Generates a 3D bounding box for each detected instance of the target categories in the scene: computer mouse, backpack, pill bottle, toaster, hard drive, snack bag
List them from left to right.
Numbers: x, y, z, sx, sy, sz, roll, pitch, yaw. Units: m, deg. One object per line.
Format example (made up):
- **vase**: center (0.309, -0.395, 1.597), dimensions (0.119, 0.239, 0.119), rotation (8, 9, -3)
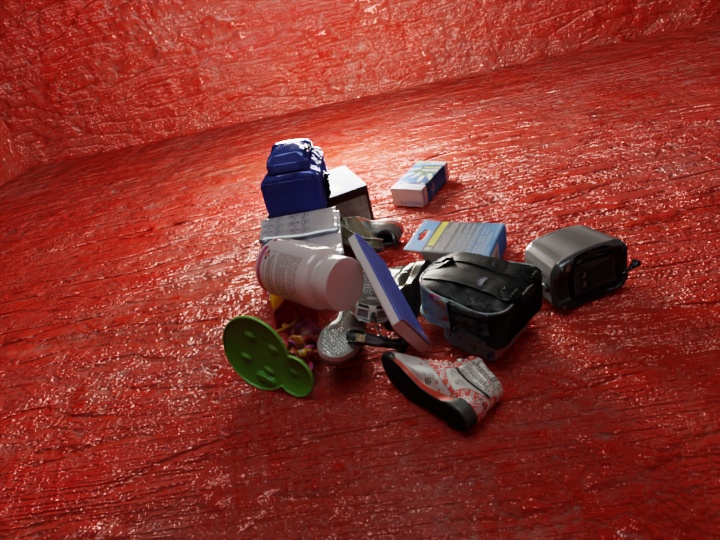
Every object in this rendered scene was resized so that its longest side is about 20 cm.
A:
- **backpack**: center (-0.152, -0.238, 1.292), dimensions (0.160, 0.170, 0.201), rotation (-3, 30, 4)
- **snack bag**: center (-0.133, -0.074, 1.151), dimensions (0.186, 0.022, 0.201), rotation (-8, 36, 0)
- **pill bottle**: center (-0.095, 0.007, 0.967), dimensions (0.199, 0.115, 0.113), rotation (14, 39, 44)
- **computer mouse**: center (0.018, 0.076, 0.964), dimensions (0.108, 0.044, 0.201), rotation (5, 35, -13)
- **hard drive**: center (0.050, 0.038, 0.931), dimensions (0.025, 0.132, 0.201), rotation (-34, 53, 9)
- **backpack**: center (0.207, 0.051, 0.940), dimensions (0.199, 0.152, 0.177), rotation (23, 42, 36)
- **toaster**: center (0.413, -0.015, 1.008), dimensions (0.198, 0.115, 0.129), rotation (-21, 28, -10)

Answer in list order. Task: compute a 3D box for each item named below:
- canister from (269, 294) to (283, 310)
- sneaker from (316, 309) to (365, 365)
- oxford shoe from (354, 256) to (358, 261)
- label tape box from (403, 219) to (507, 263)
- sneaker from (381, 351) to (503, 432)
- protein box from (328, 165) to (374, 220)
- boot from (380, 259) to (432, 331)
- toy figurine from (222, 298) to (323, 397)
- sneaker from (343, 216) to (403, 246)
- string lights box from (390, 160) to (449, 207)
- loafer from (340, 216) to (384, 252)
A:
- **canister**: center (-0.159, -0.007, 1.201), dimensions (0.149, 0.086, 0.201), rotation (-54, 30, 17)
- **sneaker**: center (-0.030, 0.130, 0.965), dimensions (0.077, 0.080, 0.200), rotation (17, 26, 8)
- **oxford shoe**: center (0.000, 0.000, 1.185), dimensions (0.069, 0.076, 0.201), rotation (-8, 30, 12)
- **label tape box**: center (0.218, -0.051, 1.194), dimensions (0.198, 0.064, 0.144), rotation (5, 35, 29)
- **sneaker**: center (0.133, 0.172, 0.855), dimensions (0.107, 0.068, 0.200), rotation (-30, 37, -28)
- **protein box**: center (-0.090, -0.174, 1.453), dimensions (0.198, 0.136, 0.199), rotation (-20, 31, -12)
- **boot**: center (0.058, 0.055, 1.095), dimensions (0.137, 0.078, 0.200), rotation (-5, 27, 38)
- **toy figurine**: center (-0.127, 0.125, 1.001), dimensions (0.198, 0.152, 0.184), rotation (25, 33, 17)
- **sneaker**: center (0.009, -0.087, 1.333), dimensions (0.197, 0.078, 0.082), rotation (-5, 37, 15)
- **string lights box**: center (0.180, -0.259, 1.562), dimensions (0.102, 0.060, 0.200), rotation (8, 36, 30)
- **loafer**: center (-0.024, -0.098, 1.281), dimensions (0.198, 0.071, 0.075), rotation (22, 8, 30)
